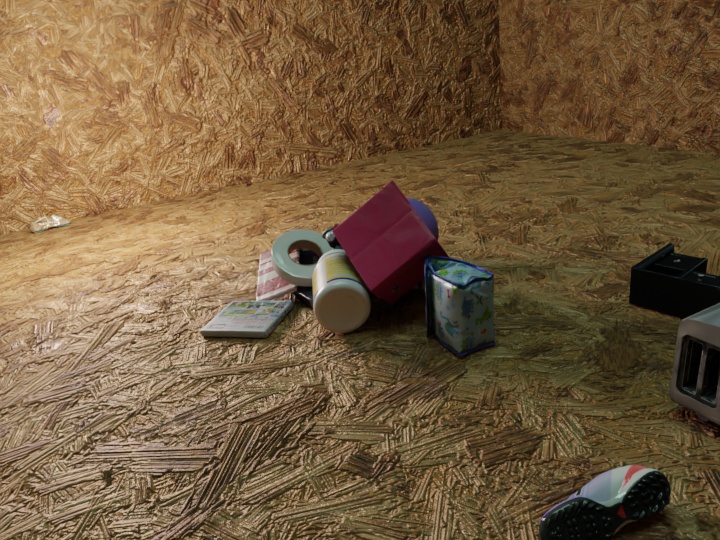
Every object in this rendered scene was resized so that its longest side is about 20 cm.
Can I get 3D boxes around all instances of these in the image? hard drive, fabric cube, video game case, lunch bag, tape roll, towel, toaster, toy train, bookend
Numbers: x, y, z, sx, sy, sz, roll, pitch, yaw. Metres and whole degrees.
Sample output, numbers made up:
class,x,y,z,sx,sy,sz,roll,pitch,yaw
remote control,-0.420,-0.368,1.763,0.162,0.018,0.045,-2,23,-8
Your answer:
class,x,y,z,sx,sy,sz,roll,pitch,yaw
hard drive,-0.086,0.050,1.586,0.196,0.043,0.134,-20,24,-29
fabric cube,0.082,-0.065,1.397,0.198,0.202,0.196,-37,-21,8
video game case,-0.305,0.130,1.494,0.195,0.023,0.183,-2,22,18
lunch bag,0.204,0.070,1.246,0.124,0.175,0.200,-12,21,-21
tape roll,-0.163,-0.039,1.602,0.197,0.038,0.206,8,45,-7
towel,-0.242,0.003,1.637,0.141,0.023,0.203,-21,45,18
tape roll,0.138,-0.115,1.702,0.195,0.205,0.085,4,24,29
toaster,0.598,0.155,0.844,0.116,0.206,0.180,-12,21,-24
toy train,-0.031,-0.086,1.556,0.113,0.087,0.200,-32,-21,9
bookend,0.760,0.027,1.260,0.196,0.095,0.198,-21,26,-32

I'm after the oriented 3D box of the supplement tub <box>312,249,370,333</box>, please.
class,x,y,z,sx,sy,sz,roll,pitch,yaw
supplement tub,-0.052,0.047,1.405,0.141,0.149,0.201,-8,29,-1

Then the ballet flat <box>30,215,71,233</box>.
class,x,y,z,sx,sy,sz,roll,pitch,yaw
ballet flat,-1.651,-0.257,2.926,0.197,0.067,0.070,-24,26,-36

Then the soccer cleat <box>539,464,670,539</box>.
class,x,y,z,sx,sy,sz,roll,pitch,yaw
soccer cleat,0.318,0.317,0.740,0.195,0.070,0.073,-18,-1,-14

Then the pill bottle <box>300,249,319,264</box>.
class,x,y,z,sx,sy,sz,roll,pitch,yaw
pill bottle,-0.146,-0.034,1.726,0.194,0.115,0.112,-7,20,7

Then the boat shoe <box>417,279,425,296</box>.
class,x,y,z,sx,sy,sz,roll,pitch,yaw
boat shoe,0.179,0.020,1.555,0.074,0.075,0.203,-35,17,25
